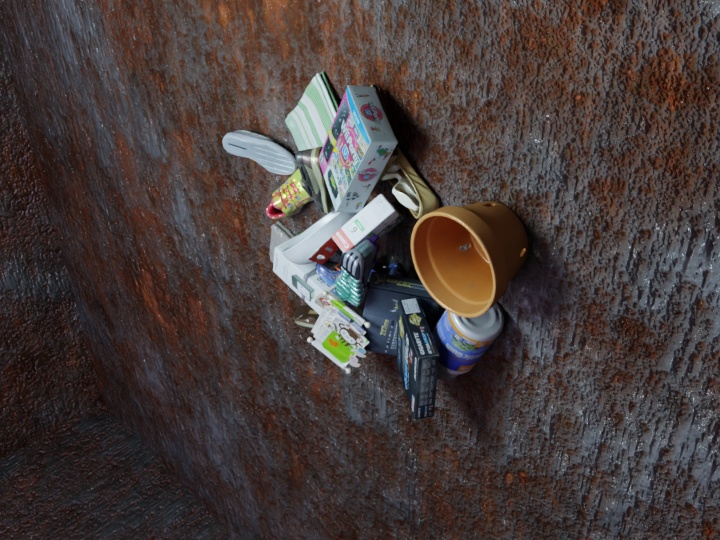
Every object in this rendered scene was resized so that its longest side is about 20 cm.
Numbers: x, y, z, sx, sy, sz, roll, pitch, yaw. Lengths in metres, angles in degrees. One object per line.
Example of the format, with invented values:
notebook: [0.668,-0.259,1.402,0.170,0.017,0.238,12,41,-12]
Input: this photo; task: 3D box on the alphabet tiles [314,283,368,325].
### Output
alphabet tiles: [0.004,0.090,1.755,0.199,0.015,0.195,-34,124,29]

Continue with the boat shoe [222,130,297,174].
boat shoe: [-0.229,-0.293,1.894,0.198,0.067,0.074,25,132,12]

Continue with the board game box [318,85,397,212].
board game box: [-0.010,-0.233,1.545,0.201,0.064,0.149,-60,41,47]

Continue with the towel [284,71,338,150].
towel: [-0.097,-0.312,1.722,0.200,0.023,0.154,-39,73,57]

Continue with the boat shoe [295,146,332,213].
boat shoe: [-0.099,-0.199,1.738,0.065,0.072,0.202,8,151,11]

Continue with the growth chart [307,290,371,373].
growth chart: [-0.044,0.140,1.747,0.144,0.018,0.201,33,138,8]

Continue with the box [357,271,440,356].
box: [0.082,0.101,1.708,0.156,0.051,0.201,12,133,0]

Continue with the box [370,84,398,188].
box: [0.010,-0.244,1.599,0.200,0.021,0.165,-50,49,55]

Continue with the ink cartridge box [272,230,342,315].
ink cartridge box: [-0.085,0.002,1.848,0.200,0.145,0.085,40,142,26]

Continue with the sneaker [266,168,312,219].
sneaker: [-0.163,-0.175,1.871,0.079,0.090,0.200,55,145,10]

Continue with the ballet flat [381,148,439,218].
ballet flat: [0.077,-0.184,1.571,0.200,0.063,0.069,50,145,17]

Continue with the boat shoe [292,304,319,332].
boat shoe: [-0.082,0.133,2.023,0.201,0.075,0.075,11,146,48]

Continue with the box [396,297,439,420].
box: [0.114,0.181,1.629,0.160,0.045,0.201,-107,12,-45]

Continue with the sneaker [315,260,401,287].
sneaker: [0.000,0.000,1.745,0.197,0.076,0.079,9,123,-2]

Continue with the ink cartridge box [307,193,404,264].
ink cartridge box: [-0.007,-0.066,1.628,0.050,0.200,0.109,50,-173,13]

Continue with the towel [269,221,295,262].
towel: [-0.165,-0.023,2.035,0.200,0.034,0.133,41,142,28]

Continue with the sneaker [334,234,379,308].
sneaker: [0.003,0.006,1.628,0.074,0.087,0.201,43,155,14]

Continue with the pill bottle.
pill bottle: [0.200,0.138,1.599,0.112,0.112,0.201,48,144,18]

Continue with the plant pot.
plant pot: [0.208,-0.035,1.437,0.199,0.139,0.202,32,136,36]

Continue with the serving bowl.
serving bowl: [-0.075,-0.072,1.739,0.066,0.200,0.199,55,147,-8]
